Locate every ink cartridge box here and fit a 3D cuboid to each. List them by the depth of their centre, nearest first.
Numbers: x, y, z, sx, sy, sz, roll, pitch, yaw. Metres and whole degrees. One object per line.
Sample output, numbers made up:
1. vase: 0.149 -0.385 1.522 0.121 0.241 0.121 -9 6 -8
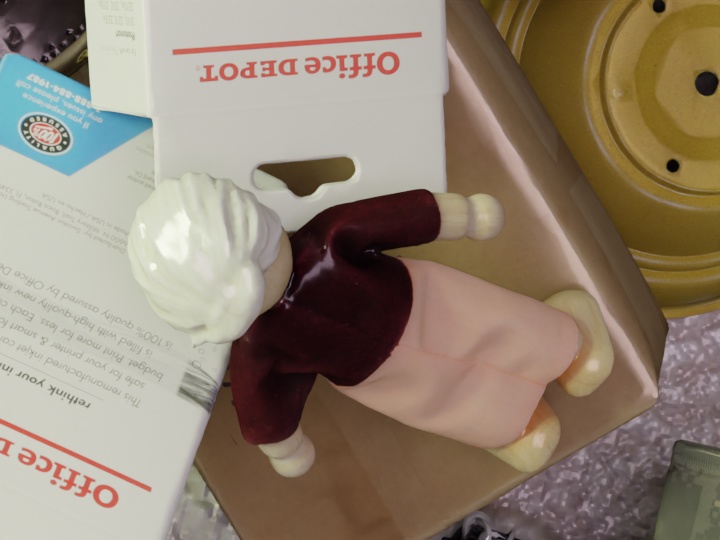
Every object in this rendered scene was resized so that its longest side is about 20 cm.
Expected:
1. ink cartridge box: -0.113 0.038 0.830 0.116 0.067 0.200 26 57 -10
2. ink cartridge box: -0.035 -0.116 0.833 0.115 0.068 0.201 -6 99 -24

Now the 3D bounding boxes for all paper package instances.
1. paper package: 0.000 0.000 0.964 0.190 0.103 0.200 -31 96 14

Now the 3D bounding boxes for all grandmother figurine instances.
1. grandmother figurine: -0.001 0.018 0.825 0.200 0.061 0.122 25 96 -43

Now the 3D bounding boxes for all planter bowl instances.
1. planter bowl: 0.136 -0.078 1.017 0.200 0.083 0.201 0 92 -8

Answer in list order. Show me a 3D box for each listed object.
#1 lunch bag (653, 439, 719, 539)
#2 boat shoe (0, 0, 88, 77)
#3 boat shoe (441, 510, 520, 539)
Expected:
1. lunch bag: 0.200 0.168 0.995 0.200 0.117 0.165 14 91 -52
2. boat shoe: -0.121 -0.122 0.987 0.200 0.060 0.072 -44 97 -5
3. boat shoe: 0.049 0.137 1.016 0.199 0.073 0.063 -13 97 -4
